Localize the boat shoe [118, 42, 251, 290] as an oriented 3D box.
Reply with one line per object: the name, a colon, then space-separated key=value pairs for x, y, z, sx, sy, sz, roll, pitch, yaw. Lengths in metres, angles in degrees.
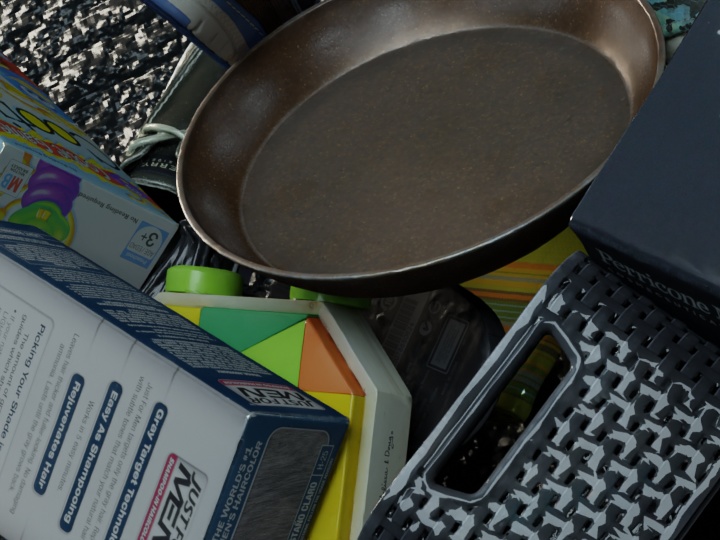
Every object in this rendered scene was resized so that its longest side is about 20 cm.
boat shoe: x=-0.078 y=-0.036 z=1.233 sx=0.071 sy=0.064 sz=0.200 roll=0 pitch=64 yaw=22

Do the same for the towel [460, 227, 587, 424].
towel: x=0.091 y=-0.018 z=1.151 sx=0.086 sy=0.018 sz=0.200 roll=6 pitch=57 yaw=53

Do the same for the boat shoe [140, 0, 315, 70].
boat shoe: x=-0.046 y=-0.123 z=1.155 sx=0.072 sy=0.200 sz=0.072 roll=39 pitch=92 yaw=9

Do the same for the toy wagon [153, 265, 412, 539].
toy wagon: x=-0.066 y=0.076 z=1.080 sx=0.200 sy=0.040 sz=0.156 roll=3 pitch=84 yaw=40

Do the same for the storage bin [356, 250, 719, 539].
storage bin: x=0.081 y=0.092 z=1.008 sx=0.094 sy=0.200 sz=0.135 roll=35 pitch=81 yaw=14

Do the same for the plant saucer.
plant saucer: x=0.026 y=-0.053 z=1.054 sx=0.200 sy=0.035 sz=0.200 roll=-15 pitch=37 yaw=11

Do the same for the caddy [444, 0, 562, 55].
caddy: x=0.054 y=-0.152 z=1.196 sx=0.141 sy=0.105 sz=0.200 roll=-36 pitch=45 yaw=6

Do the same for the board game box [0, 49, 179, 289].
board game box: x=-0.187 y=-0.039 z=1.214 sx=0.103 sy=0.105 sz=0.200 roll=-57 pitch=41 yaw=8

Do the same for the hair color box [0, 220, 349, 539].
hair color box: x=-0.105 y=0.060 z=1.049 sx=0.200 sy=0.060 sz=0.100 roll=30 pitch=104 yaw=39

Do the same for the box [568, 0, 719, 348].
box: x=0.210 y=0.016 z=1.005 sx=0.196 sy=0.200 sz=0.118 roll=27 pitch=77 yaw=32

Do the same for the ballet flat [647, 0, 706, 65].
ballet flat: x=0.186 y=-0.084 z=1.101 sx=0.200 sy=0.074 sz=0.074 roll=11 pitch=65 yaw=-9

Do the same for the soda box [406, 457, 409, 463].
soda box: x=-0.015 y=0.123 z=1.121 sx=0.063 sy=0.068 sz=0.200 roll=-12 pitch=59 yaw=17

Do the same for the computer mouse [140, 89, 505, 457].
computer mouse: x=0.000 y=0.000 z=1.109 sx=0.200 sy=0.046 sz=0.141 roll=15 pitch=80 yaw=40
